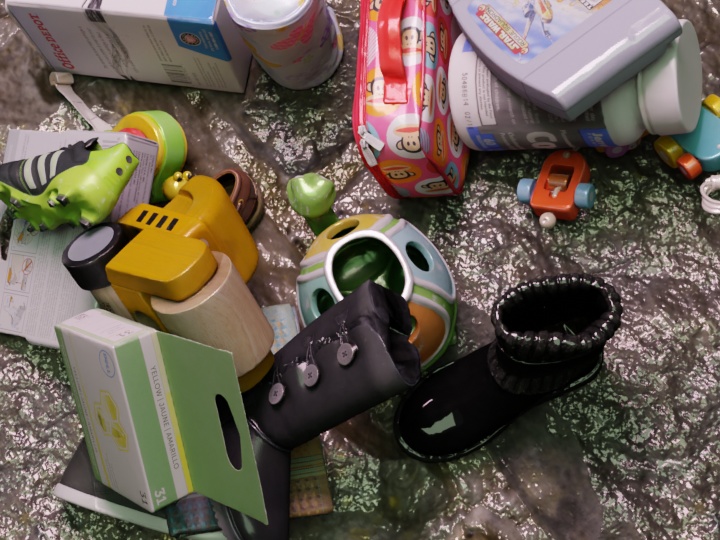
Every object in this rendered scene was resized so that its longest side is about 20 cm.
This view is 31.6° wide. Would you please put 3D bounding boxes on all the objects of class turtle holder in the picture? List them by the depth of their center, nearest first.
[{"bbox_3d":[0.011,0.002,1.112,0.141,0.132,0.186,-5,74,6],"label":"turtle holder"}]

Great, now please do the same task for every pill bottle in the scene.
[{"bbox_3d":[0.188,-0.163,1.108,0.200,0.114,0.114,1,73,28],"label":"pill bottle"}]

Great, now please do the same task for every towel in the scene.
[{"bbox_3d":[-0.110,0.128,1.110,0.147,0.022,0.200,-6,62,-15],"label":"towel"}]

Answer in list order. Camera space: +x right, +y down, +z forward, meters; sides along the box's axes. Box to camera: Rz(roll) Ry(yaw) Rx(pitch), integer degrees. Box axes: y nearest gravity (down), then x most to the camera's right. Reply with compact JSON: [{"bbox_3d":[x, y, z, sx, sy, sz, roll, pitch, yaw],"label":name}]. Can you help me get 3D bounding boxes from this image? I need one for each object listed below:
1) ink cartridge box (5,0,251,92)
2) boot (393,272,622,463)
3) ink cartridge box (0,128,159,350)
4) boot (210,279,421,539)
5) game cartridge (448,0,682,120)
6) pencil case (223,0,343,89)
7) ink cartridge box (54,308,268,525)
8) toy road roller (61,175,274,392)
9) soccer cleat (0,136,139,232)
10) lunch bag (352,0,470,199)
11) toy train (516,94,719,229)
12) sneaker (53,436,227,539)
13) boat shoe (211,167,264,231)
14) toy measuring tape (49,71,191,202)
[{"bbox_3d":[-0.212,-0.244,1.204,0.200,0.145,0.084,7,73,8],"label":"ink cartridge box"},{"bbox_3d":[0.116,0.081,1.062,0.211,0.158,0.079,-30,73,-3],"label":"boot"},{"bbox_3d":[-0.275,-0.029,1.175,0.174,0.044,0.200,8,86,40],"label":"ink cartridge box"},{"bbox_3d":[-0.032,0.124,1.008,0.200,0.066,0.165,-31,63,23],"label":"boot"},{"bbox_3d":[0.157,-0.216,1.062,0.133,0.042,0.200,-34,51,-1],"label":"game cartridge"},{"bbox_3d":[-0.066,-0.230,1.157,0.091,0.200,0.083,-44,80,0],"label":"pencil case"},{"bbox_3d":[-0.158,0.116,0.984,0.048,0.200,0.146,-22,111,-33],"label":"ink cartridge box"},{"bbox_3d":[-0.134,-0.001,1.049,0.200,0.123,0.146,15,53,46],"label":"toy road roller"},{"bbox_3d":[-0.261,-0.077,1.112,0.200,0.068,0.081,6,51,49],"label":"soccer cleat"},{"bbox_3d":[0.046,-0.175,1.133,0.082,0.176,0.200,-2,73,18],"label":"lunch bag"},{"bbox_3d":[0.250,-0.090,1.139,0.200,0.056,0.150,4,63,29],"label":"toy train"},{"bbox_3d":[-0.165,0.176,1.112,0.200,0.071,0.099,13,80,15],"label":"sneaker"},{"bbox_3d":[-0.173,-0.019,1.173,0.072,0.068,0.200,40,82,16],"label":"boat shoe"},{"bbox_3d":[-0.223,-0.143,1.214,0.074,0.074,0.200,-40,70,-6],"label":"toy measuring tape"}]
